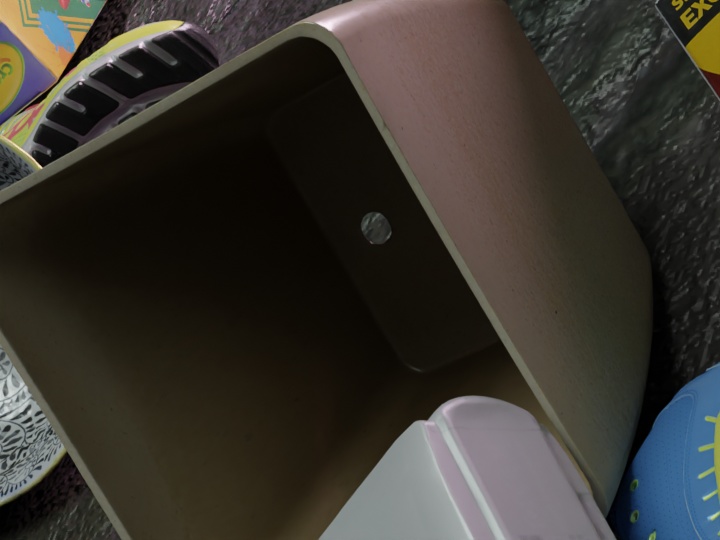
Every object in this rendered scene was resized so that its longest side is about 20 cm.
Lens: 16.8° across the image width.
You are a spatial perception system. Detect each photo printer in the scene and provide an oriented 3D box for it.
[{"bbox_3d":[0.022,0.167,0.817,0.200,0.069,0.167,-54,48,34],"label":"photo printer"}]

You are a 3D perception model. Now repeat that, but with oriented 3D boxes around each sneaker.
[{"bbox_3d":[-0.157,-0.070,1.316,0.200,0.078,0.090,-41,31,16],"label":"sneaker"},{"bbox_3d":[0.135,0.102,0.818,0.105,0.076,0.201,-39,26,40],"label":"sneaker"}]

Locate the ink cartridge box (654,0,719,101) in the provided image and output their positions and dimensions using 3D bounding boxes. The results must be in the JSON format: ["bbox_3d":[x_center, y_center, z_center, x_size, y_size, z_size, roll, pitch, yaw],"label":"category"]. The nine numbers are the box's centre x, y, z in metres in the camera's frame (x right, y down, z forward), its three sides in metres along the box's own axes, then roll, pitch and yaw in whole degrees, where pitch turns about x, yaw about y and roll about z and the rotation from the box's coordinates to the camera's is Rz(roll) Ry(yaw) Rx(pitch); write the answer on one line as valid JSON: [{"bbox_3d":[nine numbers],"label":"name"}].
[{"bbox_3d":[0.212,-0.120,0.856,0.200,0.084,0.176,-44,50,20],"label":"ink cartridge box"}]

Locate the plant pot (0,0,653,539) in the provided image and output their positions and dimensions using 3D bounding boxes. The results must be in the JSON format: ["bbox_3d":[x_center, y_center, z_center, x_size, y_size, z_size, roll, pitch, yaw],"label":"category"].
[{"bbox_3d":[0.000,0.000,0.939,0.199,0.201,0.177,-25,10,34],"label":"plant pot"}]

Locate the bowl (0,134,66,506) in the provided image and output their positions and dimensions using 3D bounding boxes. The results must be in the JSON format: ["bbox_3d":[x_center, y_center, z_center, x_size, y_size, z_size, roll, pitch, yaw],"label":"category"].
[{"bbox_3d":[-0.199,0.018,1.236,0.201,0.201,0.094,-38,-8,20],"label":"bowl"}]

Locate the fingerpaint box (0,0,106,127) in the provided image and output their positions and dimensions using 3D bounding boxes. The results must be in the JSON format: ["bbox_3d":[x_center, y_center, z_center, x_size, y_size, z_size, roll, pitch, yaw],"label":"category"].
[{"bbox_3d":[-0.248,-0.112,1.423,0.200,0.073,0.167,-36,17,24],"label":"fingerpaint box"}]
